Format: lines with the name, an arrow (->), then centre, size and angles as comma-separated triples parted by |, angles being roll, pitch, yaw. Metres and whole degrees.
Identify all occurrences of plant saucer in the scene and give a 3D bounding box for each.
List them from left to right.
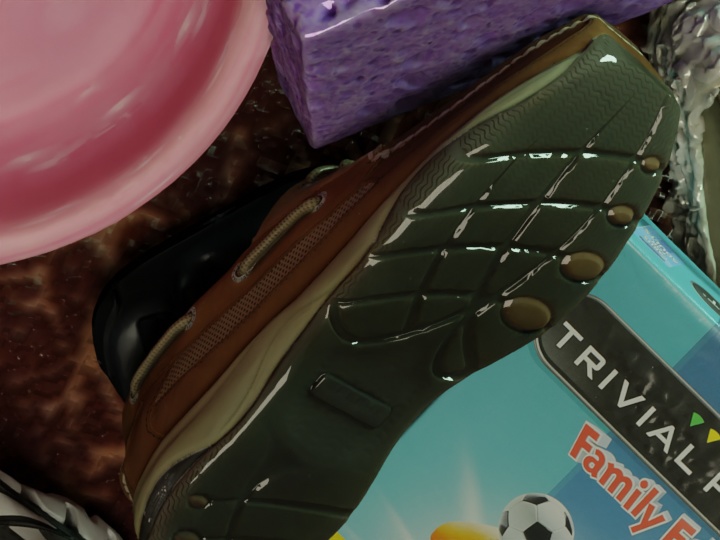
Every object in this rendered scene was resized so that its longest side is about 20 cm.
plant saucer -> -0.120, -0.096, 0.831 | 0.199, 0.051, 0.201 | -5, 122, -7

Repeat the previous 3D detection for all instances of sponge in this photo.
sponge -> 0.070, -0.096, 0.819 | 0.199, 0.030, 0.112 | -24, 167, -4

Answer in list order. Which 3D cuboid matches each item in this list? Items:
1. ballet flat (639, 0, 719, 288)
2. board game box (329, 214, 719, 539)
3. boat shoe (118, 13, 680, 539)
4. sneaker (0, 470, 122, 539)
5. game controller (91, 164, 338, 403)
ballet flat -> 0.127, -0.001, 0.921 | 0.071, 0.072, 0.201 | -19, 123, 3
board game box -> 0.062, 0.103, 0.901 | 0.151, 0.047, 0.200 | 44, 105, 1
boat shoe -> 0.000, 0.000, 0.858 | 0.200, 0.074, 0.076 | -44, 133, 11
sneaker -> -0.133, 0.086, 0.896 | 0.066, 0.091, 0.200 | -41, 129, 15
game controller -> -0.002, 0.060, 0.958 | 0.104, 0.042, 0.200 | -33, 122, -5
